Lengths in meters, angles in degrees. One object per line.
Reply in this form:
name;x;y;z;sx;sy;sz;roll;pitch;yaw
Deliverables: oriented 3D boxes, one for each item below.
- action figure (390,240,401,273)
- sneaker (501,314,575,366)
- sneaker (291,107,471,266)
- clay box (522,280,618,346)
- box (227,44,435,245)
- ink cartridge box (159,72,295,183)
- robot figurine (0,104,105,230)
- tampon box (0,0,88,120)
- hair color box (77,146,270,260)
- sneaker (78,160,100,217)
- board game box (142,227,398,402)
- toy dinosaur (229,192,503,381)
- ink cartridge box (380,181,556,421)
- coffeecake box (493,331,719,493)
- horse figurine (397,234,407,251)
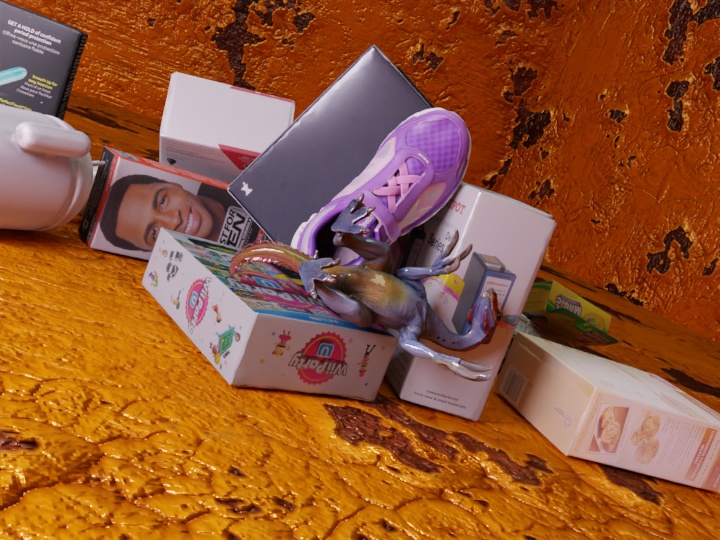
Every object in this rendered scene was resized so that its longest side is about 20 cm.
action figure;0.000;0.000;0.968;0.148;0.135;0.200;-10;24;25
sneaker;0.211;0.103;0.944;0.199;0.075;0.115;18;12;-25
sneaker;0.019;-0.057;0.675;0.081;0.200;0.088;46;6;-2
clay box;0.237;0.060;1.044;0.115;0.048;0.200;28;-20;-27
box;-0.006;-0.112;0.821;0.123;0.200;0.198;48;13;0
ink cartridge box;-0.172;-0.148;0.973;0.146;0.083;0.200;11;-16;-11
robot figurine;-0.331;-0.095;0.724;0.169;0.114;0.200;-13;-6;25
tampon box;-0.438;-0.222;0.955;0.149;0.201;0.126;18;9;-19
hair color box;-0.194;-0.057;0.864;0.199;0.102;0.061;13;11;-36
sneaker;-0.245;-0.072;0.925;0.115;0.074;0.200;23;7;33
board game box;-0.085;0.037;0.687;0.147;0.065;0.200;14;13;-39
toy dinosaur;0.031;0.014;0.640;0.199;0.105;0.181;14;-18;39
ink cartridge box;0.089;0.017;0.753;0.087;0.201;0.145;19;10;-17
coffeecake box;0.266;0.145;0.815;0.199;0.073;0.154;18;10;-21
horse figurine;0.101;0.027;0.865;0.132;0.201;0.050;-5;3;33
